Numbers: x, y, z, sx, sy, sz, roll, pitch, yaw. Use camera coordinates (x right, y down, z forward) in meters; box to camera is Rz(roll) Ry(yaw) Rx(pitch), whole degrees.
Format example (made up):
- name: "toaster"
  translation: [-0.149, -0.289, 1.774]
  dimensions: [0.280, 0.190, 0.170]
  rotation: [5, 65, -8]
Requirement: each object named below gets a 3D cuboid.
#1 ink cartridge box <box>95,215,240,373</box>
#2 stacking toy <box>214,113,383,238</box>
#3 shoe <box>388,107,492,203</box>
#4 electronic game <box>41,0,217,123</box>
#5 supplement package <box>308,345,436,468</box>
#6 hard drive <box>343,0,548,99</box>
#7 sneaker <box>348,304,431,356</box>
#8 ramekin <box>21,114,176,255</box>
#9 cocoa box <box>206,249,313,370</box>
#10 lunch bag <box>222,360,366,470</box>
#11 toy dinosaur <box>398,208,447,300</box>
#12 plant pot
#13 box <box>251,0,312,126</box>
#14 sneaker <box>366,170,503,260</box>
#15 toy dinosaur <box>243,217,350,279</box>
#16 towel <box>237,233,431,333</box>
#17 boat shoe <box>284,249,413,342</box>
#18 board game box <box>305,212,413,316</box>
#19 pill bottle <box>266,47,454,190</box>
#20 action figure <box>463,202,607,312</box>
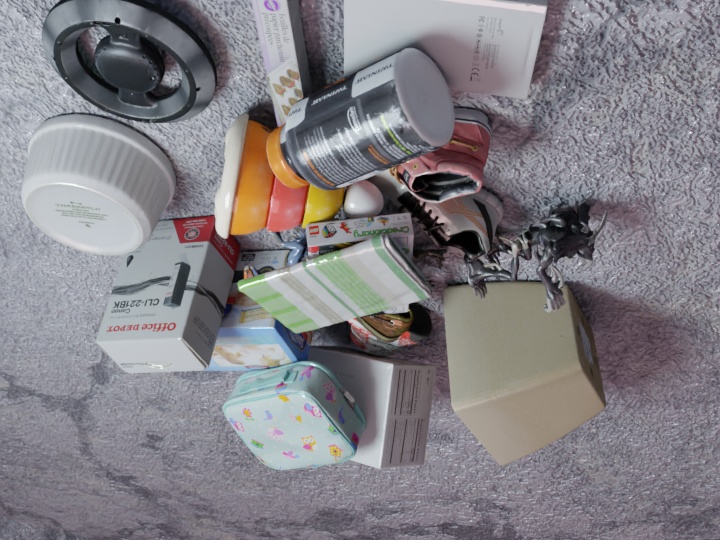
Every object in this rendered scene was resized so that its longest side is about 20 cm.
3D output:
- name: "ink cartridge box"
  translation: [-0.265, 0.033, 1.375]
  dimensions: [0.142, 0.202, 0.084]
  rotation: [-4, 146, 22]
- name: "stacking toy"
  translation: [-0.070, -0.096, 1.174]
  dimensions: [0.197, 0.148, 0.147]
  rotation: [10, 149, -8]
- name: "shoe"
  translation: [0.048, -0.133, 1.120]
  dimensions: [0.197, 0.092, 0.072]
  rotation: [3, 148, 12]
- name: "electronic game"
  translation: [-0.257, -0.233, 1.103]
  dimensions: [0.197, 0.042, 0.201]
  rotation: [8, 150, 5]
- name: "supplement package"
  translation: [0.001, 0.209, 1.538]
  dimensions: [0.198, 0.158, 0.110]
  rotation: [7, 180, 43]
- name: "hard drive"
  translation: [0.082, -0.238, 1.007]
  dimensions: [0.197, 0.027, 0.133]
  rotation: [8, 148, 4]
- name: "sneaker"
  translation: [0.000, 0.073, 1.478]
  dimensions: [0.199, 0.068, 0.108]
  rotation: [23, 145, -29]
- name: "ramekin"
  translation: [-0.347, -0.102, 1.288]
  dimensions: [0.199, 0.095, 0.203]
  rotation: [8, 149, 5]
- name: "cocoa box"
  translation: [-0.179, 0.063, 1.462]
  dimensions: [0.197, 0.133, 0.134]
  rotation: [-2, 147, 20]
- name: "lunch bag"
  translation: [-0.096, 0.209, 1.446]
  dimensions: [0.198, 0.077, 0.161]
  rotation: [-16, 118, 36]
- name: "toy dinosaur"
  translation: [0.067, -0.009, 1.360]
  dimensions: [0.087, 0.048, 0.201]
  rotation: [19, 145, -1]
- name: "plant pot"
  translation: [0.239, 0.131, 1.400]
  dimensions: [0.175, 0.202, 0.200]
  rotation: [-17, 140, 20]
- name: "box"
  translation: [-0.080, -0.232, 1.054]
  dimensions: [0.038, 0.042, 0.201]
  rotation: [5, 149, 8]
- name: "sneaker"
  translation: [0.088, -0.081, 1.204]
  dimensions: [0.198, 0.081, 0.074]
  rotation: [24, 148, -17]
- name: "toy dinosaur"
  translation: [-0.070, -0.025, 1.261]
  dimensions: [0.104, 0.183, 0.200]
  rotation: [15, -161, -45]
- name: "towel"
  translation: [-0.029, 0.016, 1.192]
  dimensions: [0.197, 0.031, 0.149]
  rotation: [-15, 147, 20]
- name: "boat shoe"
  translation: [-0.011, 0.019, 1.374]
  dimensions: [0.198, 0.072, 0.068]
  rotation: [32, 150, -4]
- name: "board game box"
  translation: [0.000, 0.000, 1.229]
  dimensions: [0.124, 0.035, 0.201]
  rotation: [-7, 151, -3]
- name: "pill bottle"
  translation: [-0.007, -0.149, 1.044]
  dimensions: [0.198, 0.108, 0.106]
  rotation: [-18, 139, 36]
- name: "action figure"
  translation: [0.231, -0.019, 1.229]
  dimensions: [0.198, 0.119, 0.102]
  rotation: [-11, 125, 47]
